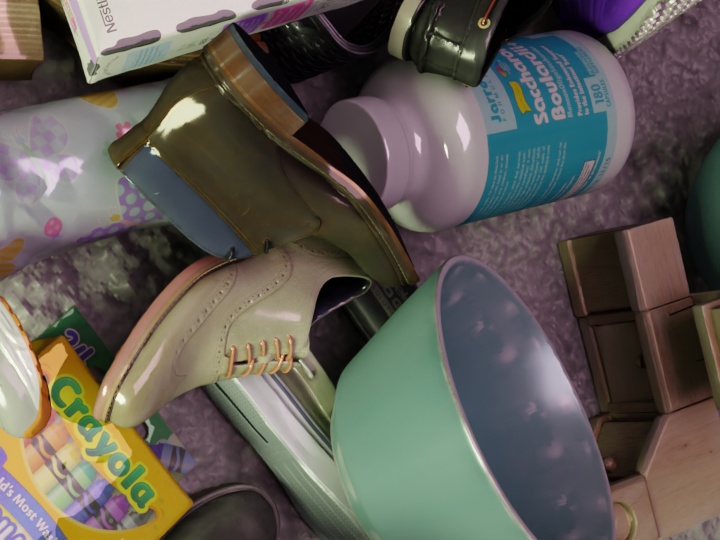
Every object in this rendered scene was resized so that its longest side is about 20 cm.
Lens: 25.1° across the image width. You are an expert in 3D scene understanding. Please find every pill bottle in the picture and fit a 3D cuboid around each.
[{"bbox_3d":[0.071,-0.087,1.022,0.199,0.111,0.112,-15,93,-37],"label":"pill bottle"}]

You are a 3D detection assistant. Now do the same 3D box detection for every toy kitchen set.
[{"bbox_3d":[0.167,0.080,1.040,0.180,0.163,0.201,-15,92,-32],"label":"toy kitchen set"}]

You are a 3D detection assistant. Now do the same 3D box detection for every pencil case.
[{"bbox_3d":[-0.135,-0.057,0.912,0.199,0.083,0.091,-17,100,-28],"label":"pencil case"}]

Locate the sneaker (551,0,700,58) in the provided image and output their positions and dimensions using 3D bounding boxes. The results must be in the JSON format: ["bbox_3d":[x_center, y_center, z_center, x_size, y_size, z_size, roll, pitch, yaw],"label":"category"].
[{"bbox_3d":[0.164,-0.196,1.059,0.069,0.200,0.100,-33,89,-13],"label":"sneaker"}]

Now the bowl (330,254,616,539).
[{"bbox_3d":[0.056,0.104,0.940,0.201,0.105,0.201,47,27,-33],"label":"bowl"}]

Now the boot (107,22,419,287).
[{"bbox_3d":[-0.050,-0.039,0.894,0.097,0.075,0.200,-36,126,6],"label":"boot"}]

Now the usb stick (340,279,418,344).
[{"bbox_3d":[0.000,0.000,1.024,0.055,0.033,0.200,-45,108,-34],"label":"usb stick"}]

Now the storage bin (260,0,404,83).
[{"bbox_3d":[-0.006,-0.229,1.010,0.135,0.094,0.200,50,64,-17],"label":"storage bin"}]

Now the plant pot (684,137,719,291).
[{"bbox_3d":[0.311,-0.036,1.157,0.199,0.134,0.202,4,83,-32],"label":"plant pot"}]

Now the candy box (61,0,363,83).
[{"bbox_3d":[-0.079,-0.213,0.875,0.199,0.072,0.169,-20,90,-14],"label":"candy box"}]

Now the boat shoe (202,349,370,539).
[{"bbox_3d":[-0.019,0.107,0.978,0.062,0.072,0.200,-43,104,-26],"label":"boat shoe"}]

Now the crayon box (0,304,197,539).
[{"bbox_3d":[-0.183,0.127,0.887,0.200,0.051,0.126,-44,107,-28],"label":"crayon box"}]

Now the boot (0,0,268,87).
[{"bbox_3d":[-0.150,-0.188,0.938,0.199,0.077,0.156,-2,82,-24],"label":"boot"}]

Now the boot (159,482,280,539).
[{"bbox_3d":[-0.071,0.186,0.861,0.182,0.200,0.073,-41,106,-28],"label":"boot"}]

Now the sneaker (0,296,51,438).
[{"bbox_3d":[-0.241,0.019,0.837,0.092,0.076,0.200,-38,77,-16],"label":"sneaker"}]

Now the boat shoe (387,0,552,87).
[{"bbox_3d":[0.089,-0.173,0.987,0.063,0.074,0.201,27,42,14],"label":"boat shoe"}]

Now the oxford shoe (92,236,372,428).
[{"bbox_3d":[-0.067,0.031,0.909,0.074,0.071,0.200,39,52,12],"label":"oxford shoe"}]
